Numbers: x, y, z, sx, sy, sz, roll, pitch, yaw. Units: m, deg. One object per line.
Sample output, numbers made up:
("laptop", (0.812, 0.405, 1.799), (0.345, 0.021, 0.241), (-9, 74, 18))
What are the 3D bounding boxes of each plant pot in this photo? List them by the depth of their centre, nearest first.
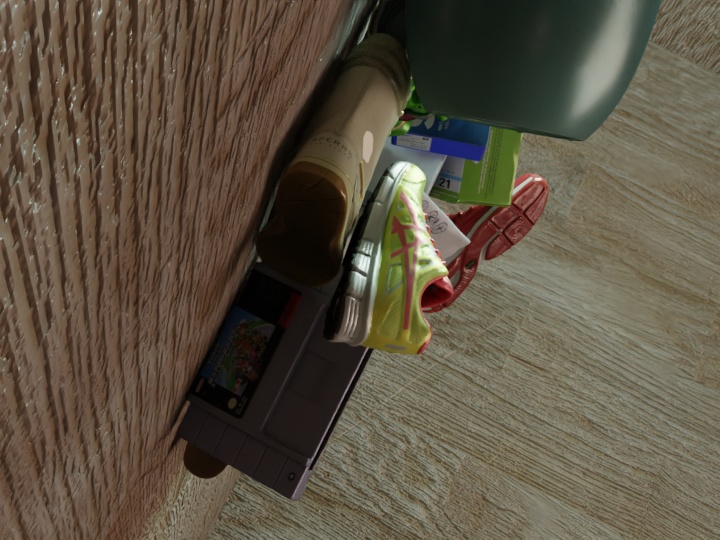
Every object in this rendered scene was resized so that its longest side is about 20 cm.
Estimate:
("plant pot", (0.123, -0.185, 0.893), (0.201, 0.200, 0.161), (-52, 154, -84))

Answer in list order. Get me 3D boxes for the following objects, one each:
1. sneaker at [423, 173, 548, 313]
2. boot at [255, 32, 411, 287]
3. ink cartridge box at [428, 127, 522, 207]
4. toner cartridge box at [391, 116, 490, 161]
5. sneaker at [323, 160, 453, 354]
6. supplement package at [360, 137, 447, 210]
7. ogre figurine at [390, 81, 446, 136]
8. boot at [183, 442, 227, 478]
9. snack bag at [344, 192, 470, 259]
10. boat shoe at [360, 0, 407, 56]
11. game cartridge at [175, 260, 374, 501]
("sneaker", (0.110, -0.057, 1.352), (0.200, 0.116, 0.078), (-43, 144, 3))
("boot", (-0.019, -0.084, 0.960), (0.200, 0.072, 0.155), (113, 1, -64))
("ink cartridge box", (0.108, -0.180, 1.294), (0.148, 0.076, 0.200), (24, -71, 58))
("toner cartridge box", (0.095, -0.217, 1.202), (0.043, 0.095, 0.200), (103, -2, -75))
("sneaker", (0.034, -0.006, 0.963), (0.078, 0.090, 0.200), (116, -7, -49))
("supplement package", (-0.002, -0.054, 1.263), (0.114, 0.109, 0.200), (-62, 179, -42))
("ogre figurine", (0.050, -0.173, 1.104), (0.200, 0.098, 0.120), (-20, 169, -3))
("boot", (-0.095, 0.094, 1.147), (0.200, 0.074, 0.155), (-43, -167, 23))
("snack bag", (0.000, 0.000, 1.162), (0.200, 0.021, 0.189), (-36, 155, 8))
("boat shoe", (0.061, -0.241, 1.012), (0.200, 0.072, 0.060), (-57, 180, -18))
("game cartridge", (-0.065, 0.080, 1.027), (0.200, 0.130, 0.038), (-64, 165, -3))
